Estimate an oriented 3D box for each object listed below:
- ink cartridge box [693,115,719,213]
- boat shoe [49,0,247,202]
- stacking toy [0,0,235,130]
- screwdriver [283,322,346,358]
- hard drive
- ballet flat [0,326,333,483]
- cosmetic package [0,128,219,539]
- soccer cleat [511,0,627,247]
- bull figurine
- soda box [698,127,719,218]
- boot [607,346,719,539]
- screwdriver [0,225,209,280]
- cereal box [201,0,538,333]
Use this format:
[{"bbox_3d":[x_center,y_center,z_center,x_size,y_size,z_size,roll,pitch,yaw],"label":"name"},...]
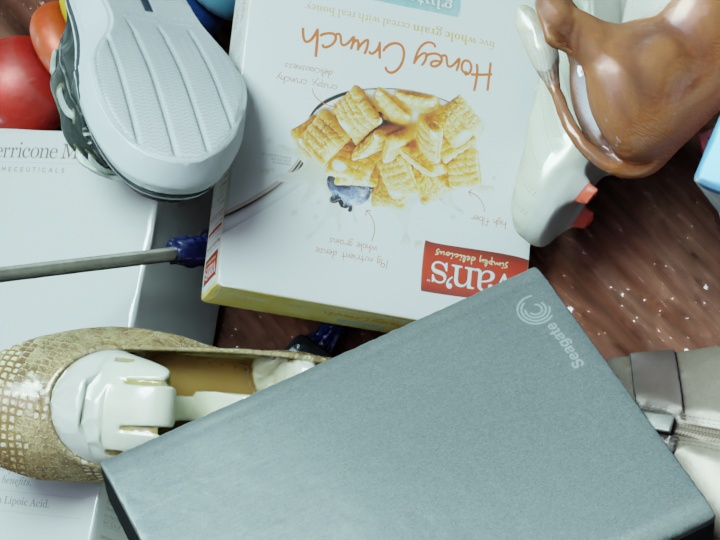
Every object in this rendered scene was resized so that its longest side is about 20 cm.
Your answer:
[{"bbox_3d":[0.240,-0.083,0.848,0.146,0.146,0.201,20,84,26],"label":"ink cartridge box"},{"bbox_3d":[-0.097,-0.073,1.019,0.200,0.072,0.071,-110,34,-58],"label":"boat shoe"},{"bbox_3d":[-0.112,-0.131,1.137,0.200,0.085,0.086,-34,64,19],"label":"stacking toy"},{"bbox_3d":[0.000,0.000,1.069,0.029,0.028,0.201,30,87,-1],"label":"screwdriver"},{"bbox_3d":[0.017,0.092,0.896,0.199,0.033,0.140,-24,54,-14],"label":"hard drive"},{"bbox_3d":[-0.074,0.058,0.999,0.199,0.065,0.071,-1,84,-20],"label":"ballet flat"},{"bbox_3d":[-0.135,0.038,1.085,0.112,0.081,0.201,1,75,25],"label":"cosmetic package"},{"bbox_3d":[0.104,-0.105,1.029,0.077,0.069,0.201,25,77,9],"label":"soccer cleat"},{"bbox_3d":[0.150,-0.127,0.973,0.200,0.065,0.122,-41,92,-24],"label":"bull figurine"},{"bbox_3d":[0.247,-0.051,0.955,0.199,0.063,0.070,-20,67,17],"label":"soda box"},{"bbox_3d":[0.146,0.124,0.922,0.146,0.070,0.201,11,61,13],"label":"boot"},{"bbox_3d":[-0.095,-0.010,1.015,0.028,0.199,0.029,-29,71,40],"label":"screwdriver"},{"bbox_3d":[0.010,-0.073,1.036,0.143,0.040,0.201,9,74,-15],"label":"cereal box"}]
